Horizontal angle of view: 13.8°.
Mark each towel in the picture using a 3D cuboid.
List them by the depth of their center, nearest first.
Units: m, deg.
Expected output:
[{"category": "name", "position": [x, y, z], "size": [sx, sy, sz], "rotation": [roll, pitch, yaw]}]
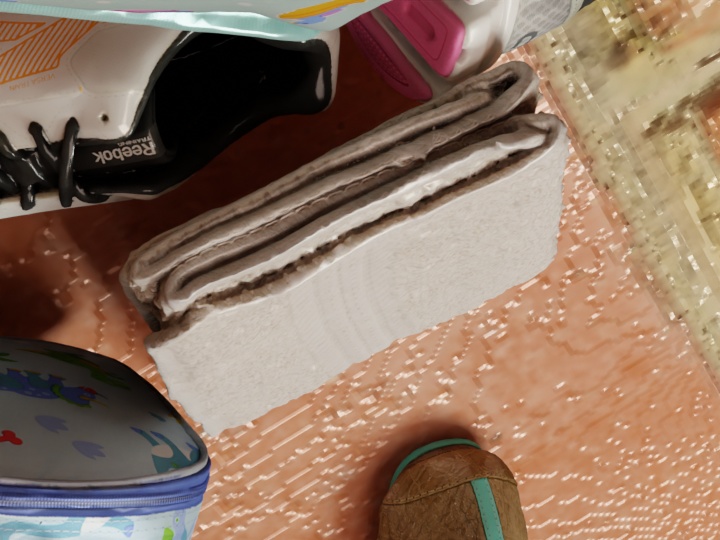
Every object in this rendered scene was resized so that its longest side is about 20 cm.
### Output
[{"category": "towel", "position": [0.000, 0.000, 0.885], "size": [0.132, 0.035, 0.200], "rotation": [-26, 169, -1]}]

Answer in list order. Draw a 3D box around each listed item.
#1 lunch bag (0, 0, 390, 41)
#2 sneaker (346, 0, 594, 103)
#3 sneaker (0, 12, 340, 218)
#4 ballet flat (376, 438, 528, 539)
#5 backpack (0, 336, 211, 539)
[{"category": "lunch bag", "position": [-0.050, -0.132, 0.684], "size": [0.199, 0.123, 0.170], "rotation": [6, 164, -34]}, {"category": "sneaker", "position": [0.048, -0.146, 0.805], "size": [0.087, 0.074, 0.201], "rotation": [-20, 129, -41]}, {"category": "sneaker", "position": [-0.096, -0.046, 0.820], "size": [0.199, 0.080, 0.074], "rotation": [-27, 140, 1]}, {"category": "ballet flat", "position": [0.032, 0.151, 1.087], "size": [0.067, 0.073, 0.201], "rotation": [-9, 135, -21]}, {"category": "backpack", "position": [-0.123, 0.102, 0.862], "size": [0.182, 0.200, 0.148], "rotation": [4, 110, -29]}]
